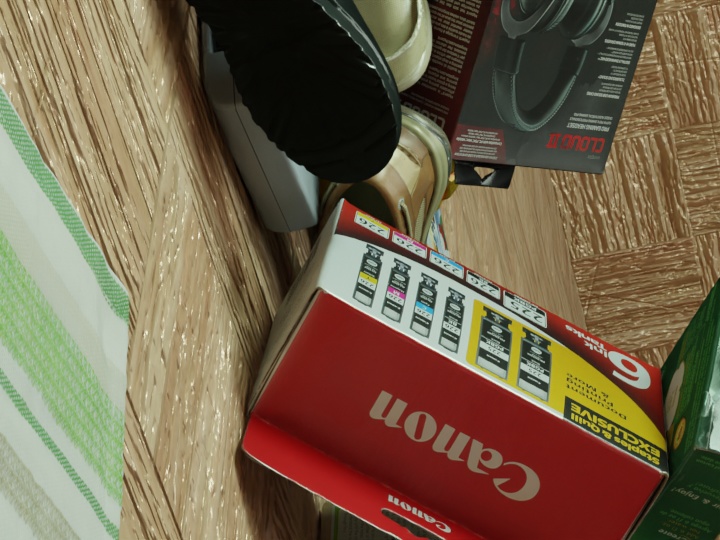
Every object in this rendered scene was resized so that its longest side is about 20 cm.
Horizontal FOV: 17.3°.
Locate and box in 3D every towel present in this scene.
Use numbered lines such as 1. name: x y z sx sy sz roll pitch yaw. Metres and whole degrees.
1. towel: -0.113 0.050 0.755 0.150 0.030 0.201 65 19 -50

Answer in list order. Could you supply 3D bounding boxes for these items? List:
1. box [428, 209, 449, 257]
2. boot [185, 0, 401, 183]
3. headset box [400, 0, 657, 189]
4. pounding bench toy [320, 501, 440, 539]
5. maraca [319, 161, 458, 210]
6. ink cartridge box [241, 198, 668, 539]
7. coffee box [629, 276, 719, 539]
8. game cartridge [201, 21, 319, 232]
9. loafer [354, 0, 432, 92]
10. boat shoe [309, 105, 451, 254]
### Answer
1. box: 0.034 0.025 1.619 0.137 0.040 0.202 -22 101 -74
2. boot: -0.034 -0.162 1.203 0.199 0.073 0.163 52 29 -22
3. headset box: 0.094 -0.145 1.365 0.148 0.077 0.201 4 107 -47
4. pounding bench toy: 0.056 0.194 1.322 0.201 0.123 0.157 -89 165 -54
5. maraca: 0.013 -0.069 1.464 0.137 0.106 0.201 -49 154 -75
6. ink cartridge box: 0.051 0.071 1.194 0.084 0.199 0.176 -60 -174 21
7. coffee box: 0.171 0.099 1.251 0.200 0.044 0.124 113 -5 -53
8. game cartridge: -0.055 -0.127 1.299 0.134 0.040 0.201 62 19 -52
9. loafer: -0.015 -0.189 1.308 0.068 0.075 0.201 55 17 -67
10. boat shoe: 0.000 0.000 1.331 0.074 0.075 0.201 -57 159 -46
